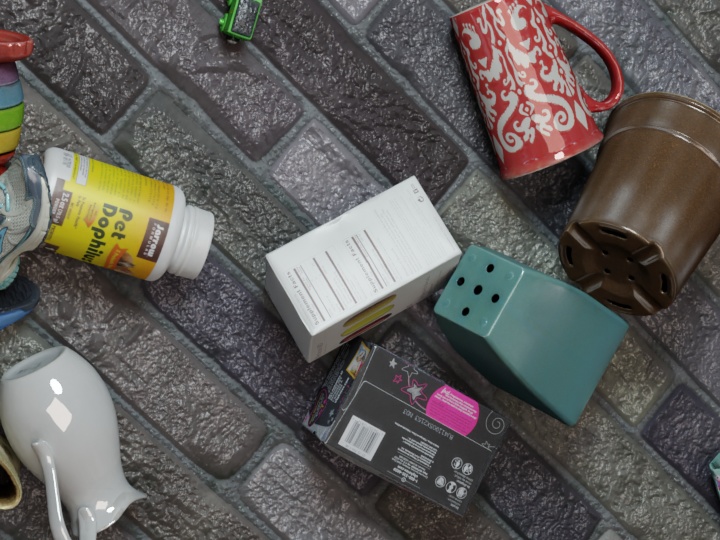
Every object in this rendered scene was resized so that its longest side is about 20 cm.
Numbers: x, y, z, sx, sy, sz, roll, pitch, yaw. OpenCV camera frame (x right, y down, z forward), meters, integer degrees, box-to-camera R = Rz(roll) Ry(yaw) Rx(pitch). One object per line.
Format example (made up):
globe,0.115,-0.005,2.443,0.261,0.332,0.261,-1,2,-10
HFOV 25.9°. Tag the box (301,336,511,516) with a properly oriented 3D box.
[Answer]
box,0.052,0.181,1.849,0.199,0.115,0.133,29,88,-17

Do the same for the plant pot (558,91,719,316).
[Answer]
plant pot,0.338,-0.067,1.838,0.200,0.199,0.199,46,57,-16

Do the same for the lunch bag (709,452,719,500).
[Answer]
lunch bag,0.561,0.285,2.022,0.198,0.122,0.172,-25,105,-5

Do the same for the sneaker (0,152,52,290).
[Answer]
sneaker,-0.383,-0.045,1.629,0.085,0.200,0.078,0,52,-36

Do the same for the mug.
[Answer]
mug,0.204,-0.234,1.862,0.177,0.133,0.202,-30,100,-40

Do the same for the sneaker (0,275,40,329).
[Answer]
sneaker,-0.445,0.062,1.707,0.198,0.066,0.079,-21,142,-31

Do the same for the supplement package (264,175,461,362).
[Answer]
supplement package,0.000,0.000,1.797,0.198,0.114,0.110,-29,75,-12

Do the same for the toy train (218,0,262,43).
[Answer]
toy train,-0.116,-0.354,1.770,0.041,0.056,0.203,15,91,-18

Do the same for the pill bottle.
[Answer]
pill bottle,-0.266,-0.056,1.724,0.198,0.109,0.111,17,90,-18

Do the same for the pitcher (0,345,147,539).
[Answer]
pitcher,-0.321,0.199,1.703,0.120,0.172,0.202,-19,104,13

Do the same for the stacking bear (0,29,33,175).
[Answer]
stacking bear,-0.410,-0.150,1.670,0.120,0.114,0.203,-4,107,-18

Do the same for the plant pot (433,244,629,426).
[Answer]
plant pot,0.184,0.062,1.824,0.199,0.141,0.142,34,84,-46

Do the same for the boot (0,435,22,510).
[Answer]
boot,-0.446,0.180,1.665,0.199,0.155,0.073,39,85,-15
